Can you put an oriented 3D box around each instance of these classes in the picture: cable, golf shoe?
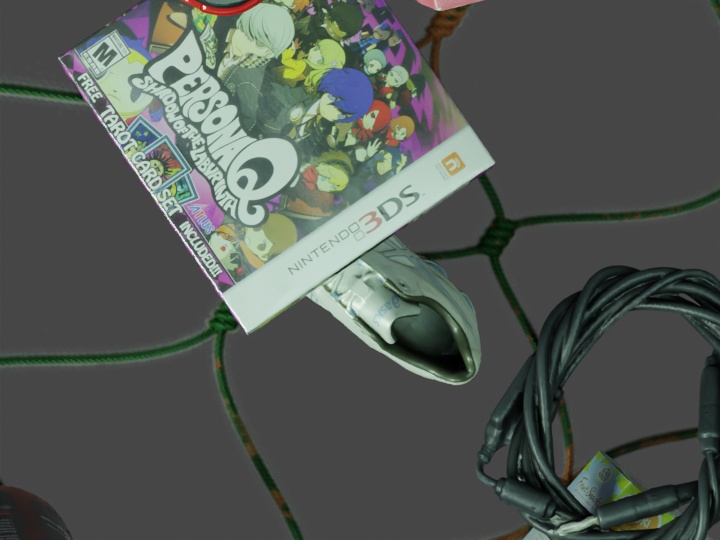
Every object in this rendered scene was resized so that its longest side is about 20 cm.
[{"bbox_3d":[0.178,0.089,1.727,0.163,0.051,0.200,33,82,20],"label":"cable"},{"bbox_3d":[0.000,0.000,1.665,0.200,0.097,0.078,34,98,-21],"label":"golf shoe"}]

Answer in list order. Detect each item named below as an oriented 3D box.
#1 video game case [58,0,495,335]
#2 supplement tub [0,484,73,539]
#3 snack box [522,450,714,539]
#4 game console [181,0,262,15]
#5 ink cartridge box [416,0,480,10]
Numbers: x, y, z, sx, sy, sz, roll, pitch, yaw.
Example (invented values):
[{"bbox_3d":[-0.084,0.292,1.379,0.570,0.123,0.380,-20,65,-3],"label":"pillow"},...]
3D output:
[{"bbox_3d":[-0.049,-0.093,1.615,0.181,0.036,0.200,-34,90,-3],"label":"video game case"},{"bbox_3d":[-0.208,0.208,1.618,0.107,0.200,0.107,-4,108,-14],"label":"supplement tub"},{"bbox_3d":[0.161,0.248,1.805,0.169,0.068,0.200,38,92,-22],"label":"snack box"},{"bbox_3d":[-0.114,-0.257,1.565,0.200,0.031,0.177,25,96,-7],"label":"game console"},{"bbox_3d":[0.082,-0.270,1.607,0.146,0.083,0.200,-15,111,-10],"label":"ink cartridge box"}]
